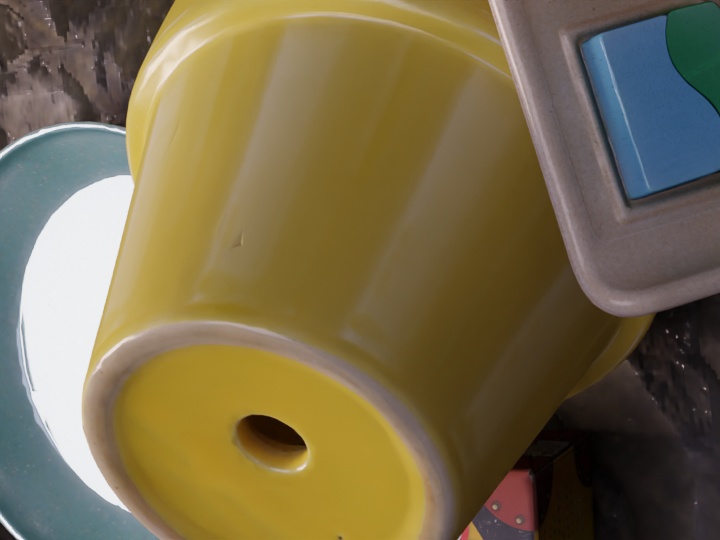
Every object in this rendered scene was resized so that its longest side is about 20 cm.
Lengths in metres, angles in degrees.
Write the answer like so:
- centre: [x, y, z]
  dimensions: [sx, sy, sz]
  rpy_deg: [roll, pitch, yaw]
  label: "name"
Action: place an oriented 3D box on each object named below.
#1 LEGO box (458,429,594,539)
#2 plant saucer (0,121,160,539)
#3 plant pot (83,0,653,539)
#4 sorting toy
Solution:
- centre: [0.012, 0.162, 1.149]
  dimensions: [0.148, 0.077, 0.201]
  rpy_deg: [0, 99, 20]
  label: "LEGO box"
- centre: [-0.097, 0.035, 1.257]
  dimensions: [0.199, 0.036, 0.201]
  rpy_deg: [9, 105, 36]
  label: "plant saucer"
- centre: [0.000, 0.000, 1.022]
  dimensions: [0.200, 0.189, 0.201]
  rpy_deg: [13, 135, 13]
  label: "plant pot"
- centre: [0.129, -0.102, 0.974]
  dimensions: [0.201, 0.184, 0.036]
  rpy_deg: [71, 160, 6]
  label: "sorting toy"
